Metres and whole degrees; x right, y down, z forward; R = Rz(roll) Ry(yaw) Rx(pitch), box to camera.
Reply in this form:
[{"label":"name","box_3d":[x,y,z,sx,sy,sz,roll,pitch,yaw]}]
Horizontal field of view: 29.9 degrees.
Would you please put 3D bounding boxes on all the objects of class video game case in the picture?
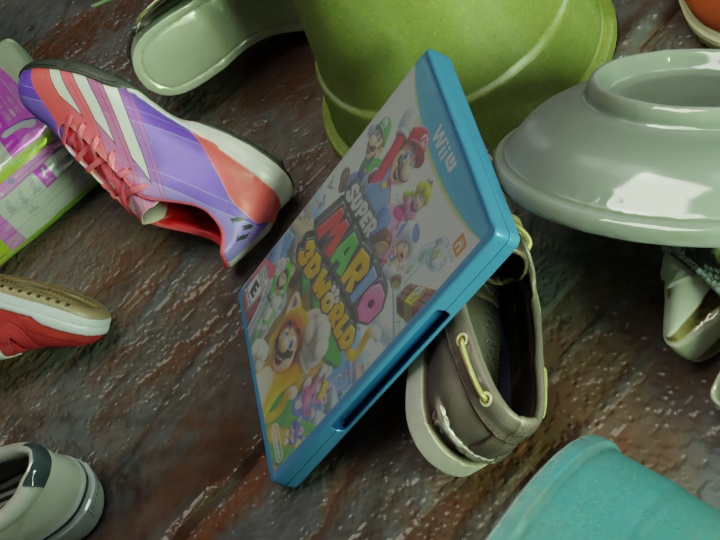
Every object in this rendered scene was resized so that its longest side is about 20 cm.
[{"label":"video game case","box_3d":[0.000,0.000,0.711,0.200,0.018,0.143,-50,36,31]}]

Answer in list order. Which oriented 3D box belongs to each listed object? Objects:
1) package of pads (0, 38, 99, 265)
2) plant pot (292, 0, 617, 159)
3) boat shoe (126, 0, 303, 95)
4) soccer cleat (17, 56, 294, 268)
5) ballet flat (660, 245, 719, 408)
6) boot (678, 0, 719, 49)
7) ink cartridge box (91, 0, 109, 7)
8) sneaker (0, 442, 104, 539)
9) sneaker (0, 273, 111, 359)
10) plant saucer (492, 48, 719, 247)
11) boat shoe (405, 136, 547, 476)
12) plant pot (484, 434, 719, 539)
[{"label":"package of pads","box_3d":[-0.288,-0.059,0.961,0.200,0.068,0.155,-40,44,-4]},{"label":"plant pot","box_3d":[0.029,-0.184,0.796,0.200,0.190,0.200,-15,49,19]},{"label":"boat shoe","box_3d":[-0.073,-0.193,0.943,0.202,0.072,0.060,-29,31,-5]},{"label":"soccer cleat","box_3d":[-0.143,-0.071,0.851,0.200,0.068,0.073,26,70,12]},{"label":"ballet flat","box_3d":[0.180,0.027,0.626,0.072,0.072,0.200,-33,44,2]},{"label":"boot","box_3d":[0.201,-0.200,0.770,0.075,0.107,0.200,-31,47,2]},{"label":"ink cartridge box","box_3d":[-0.098,-0.244,0.911,0.104,0.059,0.200,-12,18,36]},{"label":"sneaker","box_3d":[-0.248,0.145,0.768,0.200,0.071,0.073,-26,46,9]},{"label":"sneaker","box_3d":[-0.261,0.054,0.853,0.200,0.071,0.113,10,90,7]},{"label":"plant saucer","box_3d":[0.164,-0.071,0.655,0.200,0.050,0.200,-3,25,1]},{"label":"boat shoe","box_3d":[0.062,0.005,0.695,0.060,0.072,0.200,-33,42,42]},{"label":"plant pot","box_3d":[0.123,0.184,0.450,0.188,0.200,0.200,23,68,25]}]
